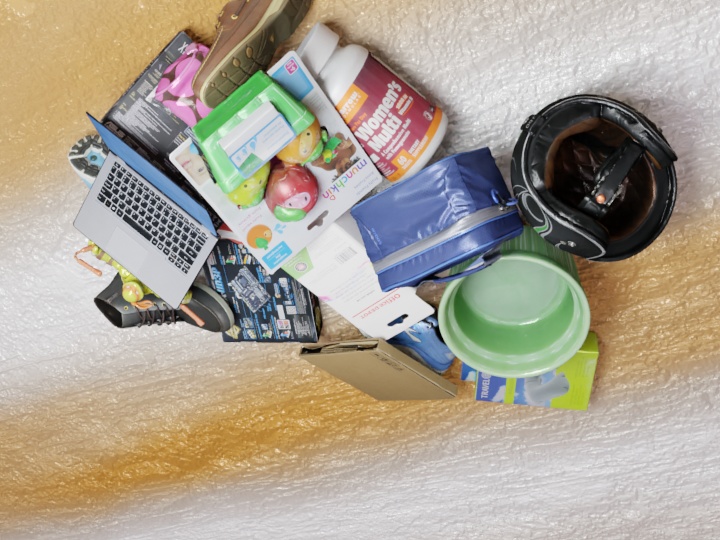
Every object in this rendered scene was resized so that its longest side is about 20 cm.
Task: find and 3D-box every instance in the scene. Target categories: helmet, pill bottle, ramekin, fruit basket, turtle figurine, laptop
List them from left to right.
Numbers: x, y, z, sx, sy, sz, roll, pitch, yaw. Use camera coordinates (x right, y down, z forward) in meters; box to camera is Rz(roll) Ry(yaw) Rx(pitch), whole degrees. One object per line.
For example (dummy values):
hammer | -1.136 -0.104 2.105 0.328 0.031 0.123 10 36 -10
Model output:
laptop | -0.281 -0.066 1.058 0.186 0.116 0.201 38 113 5
turtle figurine | -0.298 0.000 1.210 0.198 0.162 0.065 27 128 -10
fruit basket | -0.090 -0.116 0.979 0.184 0.094 0.201 -39 118 -1
pill bottle | 0.002 -0.204 1.040 0.199 0.110 0.110 35 124 -16
ramekin | 0.205 0.037 1.140 0.196 0.098 0.203 5 126 7
helmet | 0.276 -0.109 1.009 0.196 0.190 0.204 -2 85 18

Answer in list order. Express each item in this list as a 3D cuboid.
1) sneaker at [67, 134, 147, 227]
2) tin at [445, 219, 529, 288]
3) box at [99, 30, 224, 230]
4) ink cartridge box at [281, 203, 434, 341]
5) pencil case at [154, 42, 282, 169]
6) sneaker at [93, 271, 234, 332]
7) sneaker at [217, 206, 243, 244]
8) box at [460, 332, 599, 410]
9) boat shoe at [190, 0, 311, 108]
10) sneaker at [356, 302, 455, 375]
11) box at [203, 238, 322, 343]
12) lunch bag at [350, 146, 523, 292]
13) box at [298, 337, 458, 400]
sneaker | -0.314 -0.107 1.184 0.199 0.079 0.090 39 158 7
tin | 0.183 0.007 1.205 0.110 0.042 0.202 16 126 4
box | -0.209 -0.177 1.089 0.200 0.050 0.158 42 88 -20
ink cartridge box | 0.000 0.000 1.141 0.199 0.068 0.116 40 129 -24
pencil case | -0.148 -0.191 1.034 0.199 0.091 0.094 33 120 -21
sneaker | -0.291 0.063 1.259 0.197 0.107 0.076 24 136 15
sneaker | -0.172 -0.103 1.167 0.196 0.079 0.117 -3 127 11
box | 0.253 0.146 1.287 0.196 0.048 0.124 4 126 7
boat shoe | -0.135 -0.272 0.981 0.067 0.201 0.072 29 161 15
sneaker | 0.070 0.075 1.260 0.198 0.079 0.089 29 119 -21
box | -0.148 0.020 1.269 0.156 0.046 0.203 -1 125 12
lunch bag | 0.103 -0.055 1.033 0.198 0.135 0.134 -24 88 38
box | 0.028 0.153 1.278 0.162 0.022 0.199 -9 149 41
